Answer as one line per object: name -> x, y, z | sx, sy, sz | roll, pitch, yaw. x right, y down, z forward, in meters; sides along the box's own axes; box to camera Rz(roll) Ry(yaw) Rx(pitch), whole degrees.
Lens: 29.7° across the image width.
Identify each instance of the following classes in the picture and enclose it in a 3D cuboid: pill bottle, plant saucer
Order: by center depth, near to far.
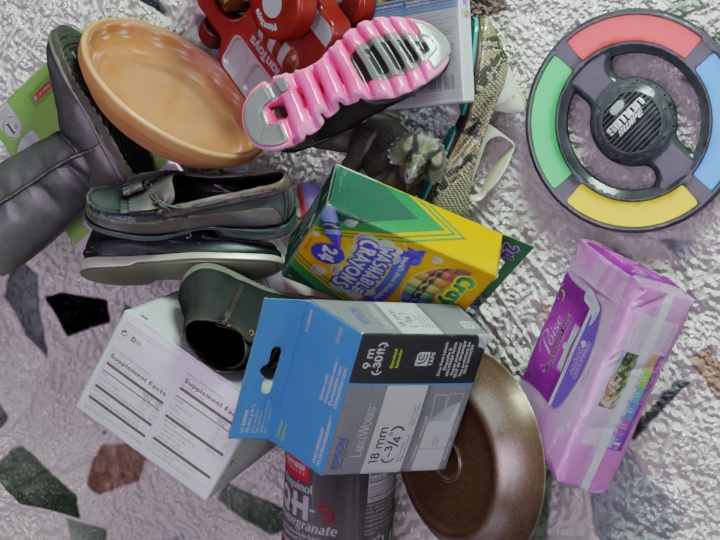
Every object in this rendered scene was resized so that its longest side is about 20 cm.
plant saucer -> 0.092, 0.175, 1.270 | 0.199, 0.036, 0.204 | 11, 103, 53
plant saucer -> -0.180, -0.163, 1.286 | 0.200, 0.200, 0.038 | 41, 118, 9
pill bottle -> -0.020, 0.200, 1.319 | 0.109, 0.111, 0.203 | 8, 106, 17

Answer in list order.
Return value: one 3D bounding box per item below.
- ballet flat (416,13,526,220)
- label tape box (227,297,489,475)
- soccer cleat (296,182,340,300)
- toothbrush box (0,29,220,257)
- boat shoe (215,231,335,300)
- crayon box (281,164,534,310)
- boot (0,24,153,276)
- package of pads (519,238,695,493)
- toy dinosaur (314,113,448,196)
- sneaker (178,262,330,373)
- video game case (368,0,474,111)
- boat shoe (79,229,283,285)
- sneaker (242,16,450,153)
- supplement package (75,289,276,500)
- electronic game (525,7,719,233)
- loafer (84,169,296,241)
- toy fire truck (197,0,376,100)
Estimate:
ballet flat -> 0.112, -0.135, 1.269 | 0.074, 0.068, 0.202 | 14, 109, -6
label tape box -> -0.001, 0.103, 1.187 | 0.063, 0.198, 0.146 | 46, 127, 51
soccer cleat -> 0.000, 0.000, 1.324 | 0.076, 0.067, 0.202 | -25, 88, -1
toothbrush box -> -0.255, -0.119, 1.374 | 0.145, 0.086, 0.201 | -39, 84, 19
boat shoe -> -0.093, 0.006, 1.349 | 0.068, 0.072, 0.201 | -30, 98, 39
crayon box -> 0.042, -0.008, 1.237 | 0.198, 0.052, 0.126 | 21, 144, -12
boot -> -0.317, -0.115, 1.321 | 0.198, 0.072, 0.184 | -25, 88, 25
package of pads -> 0.211, 0.084, 1.228 | 0.075, 0.121, 0.202 | 14, 106, -27
toy dinosaur -> 0.021, -0.103, 1.281 | 0.200, 0.076, 0.103 | 43, 111, 53
sneaker -> -0.075, 0.069, 1.237 | 0.198, 0.107, 0.075 | 19, 114, -14
video game case -> 0.044, -0.252, 1.254 | 0.142, 0.018, 0.203 | 1, 96, 47
boat shoe -> -0.170, -0.026, 1.298 | 0.196, 0.075, 0.067 | -3, 69, 13
sneaker -> -0.008, -0.162, 1.235 | 0.198, 0.095, 0.080 | -22, 73, 10
supplement package -> -0.146, 0.107, 1.308 | 0.155, 0.200, 0.112 | 33, 107, 9
electronic game -> 0.247, -0.134, 1.228 | 0.197, 0.042, 0.203 | 3, 99, 18
loafer -> -0.157, -0.071, 1.254 | 0.197, 0.072, 0.063 | 1, 135, -3
toy fire truck -> -0.093, -0.249, 1.291 | 0.201, 0.111, 0.168 | 52, 129, 18
